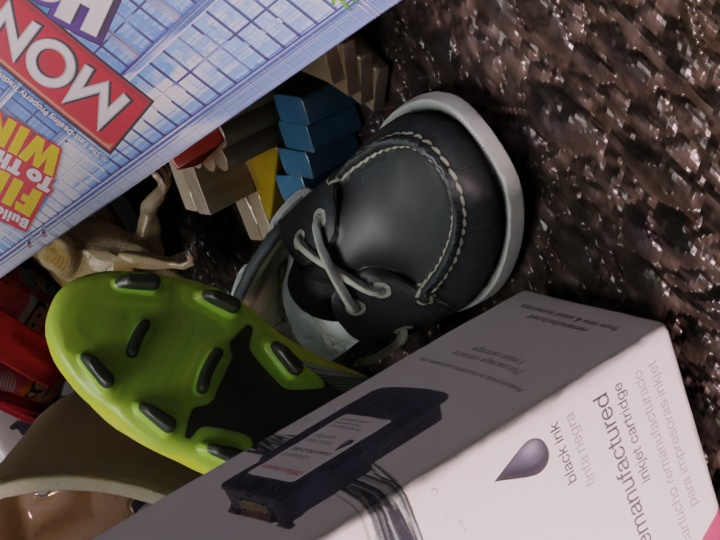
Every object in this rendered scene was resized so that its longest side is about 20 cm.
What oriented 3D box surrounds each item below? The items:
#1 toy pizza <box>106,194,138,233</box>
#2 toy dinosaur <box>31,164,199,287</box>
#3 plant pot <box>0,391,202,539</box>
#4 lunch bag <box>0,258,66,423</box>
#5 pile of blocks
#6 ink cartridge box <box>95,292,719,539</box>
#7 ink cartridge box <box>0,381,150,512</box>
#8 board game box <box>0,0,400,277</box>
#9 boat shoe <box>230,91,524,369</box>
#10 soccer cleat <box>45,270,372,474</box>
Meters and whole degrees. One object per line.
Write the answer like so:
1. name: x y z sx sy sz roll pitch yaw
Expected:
1. toy pizza: -0.171 -0.051 1.026 0.200 0.032 0.200 44 161 19
2. toy dinosaur: -0.126 -0.013 0.919 0.199 0.058 0.101 20 142 25
3. plant pot: -0.112 0.144 0.948 0.184 0.199 0.201 -85 -23 -69
4. lunch bag: -0.207 0.003 1.000 0.176 0.082 0.200 35 178 20
5. pile of blocks: -0.039 -0.068 0.777 0.082 0.062 0.201 46 151 31
6. ink cartridge box: 0.019 0.118 0.672 0.084 0.199 0.146 13 127 58
7. ink cartridge box: -0.157 0.135 1.173 0.200 0.084 0.145 55 153 14
8. board game box: -0.112 -0.096 0.682 0.200 0.062 0.200 38 116 -9
9. boat shoe: 0.000 0.000 0.771 0.076 0.060 0.200 56 154 12
10. soccer cleat: -0.027 0.058 0.764 0.199 0.065 0.084 21 159 -18
